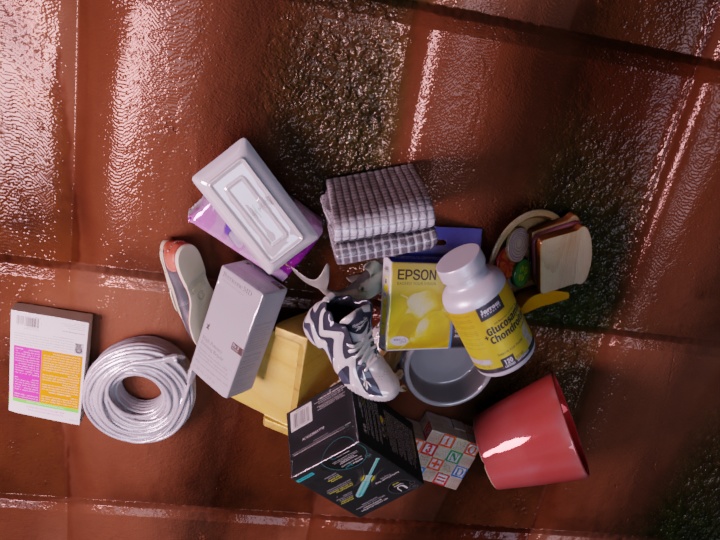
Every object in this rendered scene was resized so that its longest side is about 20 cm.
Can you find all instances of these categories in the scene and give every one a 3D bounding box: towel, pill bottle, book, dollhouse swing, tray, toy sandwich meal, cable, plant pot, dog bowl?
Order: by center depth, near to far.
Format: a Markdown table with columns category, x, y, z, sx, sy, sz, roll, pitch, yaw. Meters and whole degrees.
| category | x | y | z | sx | sy | sz | roll | pitch | yaw |
| --- | --- | --- | --- | --- | --- | --- | --- | --- | --- |
| tray | -0.160 | -0.093 | 1.182 | 0.106 | 0.022 | 0.201 | -35 | 114 | 6 |
| towel | 0.024 | -0.086 | 1.194 | 0.161 | 0.201 | 0.088 | -10 | 117 | -4 |
| pill bottle | 0.200 | 0.063 | 1.247 | 0.110 | 0.113 | 0.203 | -27 | 111 | 7 |
| toy sandwich meal | 0.309 | -0.009 | 1.312 | 0.200 | 0.070 | 0.211 | -12 | 115 | -26 |
| book | -0.543 | 0.163 | 1.331 | 0.130 | 0.048 | 0.205 | 10 | 113 | -9 |
| cable | -0.392 | 0.212 | 1.361 | 0.194 | 0.070 | 0.205 | 8 | 116 | -10 |
| dollhouse swing | -0.134 | 0.158 | 1.386 | 0.179 | 0.174 | 0.205 | -19 | 127 | -45 |
| dog bowl | 0.160 | 0.162 | 1.412 | 0.194 | 0.059 | 0.205 | -3 | 117 | -6 |
| plant pot | 0.318 | 0.318 | 1.445 | 0.174 | 0.202 | 0.203 | -22 | 118 | 15 |

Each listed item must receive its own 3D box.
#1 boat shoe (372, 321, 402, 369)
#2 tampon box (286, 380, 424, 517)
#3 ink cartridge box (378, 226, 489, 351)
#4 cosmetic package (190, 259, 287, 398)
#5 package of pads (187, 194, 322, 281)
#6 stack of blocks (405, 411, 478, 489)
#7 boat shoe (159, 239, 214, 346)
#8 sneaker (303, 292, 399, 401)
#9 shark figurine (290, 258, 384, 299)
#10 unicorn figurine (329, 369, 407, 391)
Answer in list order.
| category | x | y | z | sx | sy | sz | roll | pitch | yaw |
| --- | --- | --- | --- | --- | --- | --- | --- | --- | --- |
| boat shoe | 0.037 | 0.135 | 1.381 | 0.070 | 0.070 | 0.201 | 9 | 129 | -39 |
| tampon box | -0.009 | 0.306 | 1.308 | 0.148 | 0.128 | 0.200 | -31 | 132 | 20 |
| ink cartridge box | 0.127 | 0.030 | 1.292 | 0.192 | 0.047 | 0.206 | 0 | 99 | -23 |
| cosmetic package | -0.206 | 0.097 | 1.276 | 0.100 | 0.073 | 0.204 | 31 | 113 | 26 |
| package of pads | -0.169 | -0.083 | 1.239 | 0.198 | 0.076 | 0.121 | 34 | 109 | -21 |
| stack of blocks | 0.123 | 0.342 | 1.495 | 0.195 | 0.059 | 0.117 | 20 | 112 | -16 |
| boat shoe | -0.290 | 0.041 | 1.295 | 0.061 | 0.071 | 0.205 | 13 | 127 | 34 |
| sneaker | -0.001 | 0.114 | 1.216 | 0.200 | 0.079 | 0.130 | 50 | 148 | 12 |
| shark figurine | -0.013 | 0.018 | 1.296 | 0.211 | 0.089 | 0.132 | -20 | 116 | -33 |
| unicorn figurine | 0.018 | 0.229 | 1.380 | 0.136 | 0.075 | 0.199 | -34 | 128 | 28 |
